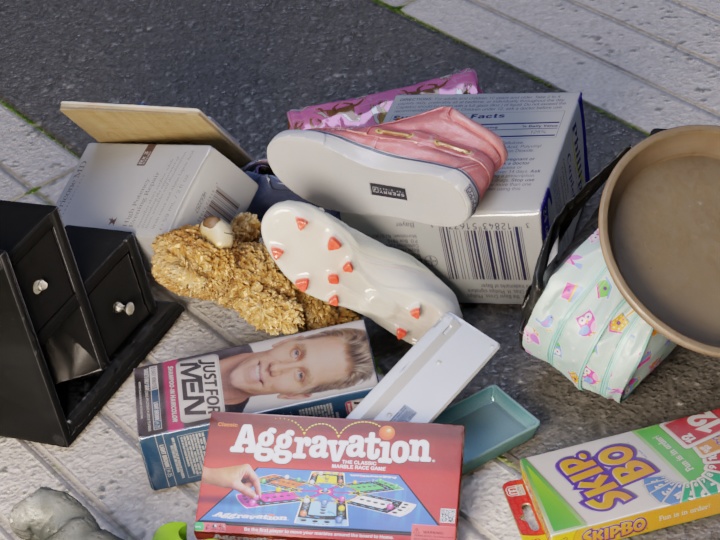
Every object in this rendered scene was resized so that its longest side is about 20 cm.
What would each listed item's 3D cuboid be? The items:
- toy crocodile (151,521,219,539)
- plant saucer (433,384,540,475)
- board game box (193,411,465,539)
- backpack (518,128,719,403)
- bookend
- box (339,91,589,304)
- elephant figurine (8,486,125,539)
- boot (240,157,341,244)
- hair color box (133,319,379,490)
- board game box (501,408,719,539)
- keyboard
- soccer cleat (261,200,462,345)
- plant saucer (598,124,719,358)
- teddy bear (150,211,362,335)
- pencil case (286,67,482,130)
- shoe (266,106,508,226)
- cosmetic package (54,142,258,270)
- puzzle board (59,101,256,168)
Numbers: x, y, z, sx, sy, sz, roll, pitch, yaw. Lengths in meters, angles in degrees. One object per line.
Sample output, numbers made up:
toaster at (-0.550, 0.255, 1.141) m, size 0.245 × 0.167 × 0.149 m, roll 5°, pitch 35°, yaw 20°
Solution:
toy crocodile at (-0.067, 0.229, 1.517) m, size 0.199 × 0.068 × 0.062 m, roll 6°, pitch 37°, yaw 24°
plant saucer at (0.044, 0.154, 1.639) m, size 0.200 × 0.019 × 0.070 m, roll -25°, pitch 36°, yaw -20°
board game box at (-0.022, 0.162, 1.588) m, size 0.199 × 0.019 × 0.103 m, roll 2°, pitch 58°, yaw 6°
backpack at (0.219, 0.007, 1.678) m, size 0.126 × 0.167 × 0.200 m, roll 31°, pitch 57°, yaw 24°
bookend at (-0.260, 0.010, 1.776) m, size 0.092 × 0.199 × 0.200 m, roll 7°, pitch 37°, yaw 28°
box at (0.100, -0.067, 1.863) m, size 0.183 × 0.105 × 0.200 m, roll 1°, pitch 37°, yaw 19°
elephant figurine at (-0.248, 0.268, 1.488) m, size 0.141 × 0.155 × 0.200 m, roll 44°, pitch 64°, yaw 1°
boot at (-0.113, -0.061, 1.932) m, size 0.199 × 0.091 × 0.073 m, roll -4°, pitch 35°, yaw 11°
hair color box at (-0.083, 0.109, 1.703) m, size 0.199 × 0.061 × 0.100 m, roll -12°, pitch 35°, yaw -2°
board game box at (0.212, 0.160, 1.574) m, size 0.199 × 0.030 × 0.096 m, roll -16°, pitch 34°, yaw -2°
keyboard at (0.027, 0.113, 1.630) m, size 0.056 × 0.011 × 0.200 m, roll 35°, pitch 68°, yaw 22°
soccer cleat at (0.000, 0.000, 1.758) m, size 0.069 × 0.200 × 0.078 m, roll -49°, pitch 18°, yaw 25°
plant saucer at (0.278, -0.020, 1.615) m, size 0.199 × 0.029 × 0.201 m, roll 5°, pitch 65°, yaw -11°
teddy bear at (-0.080, 0.005, 1.777) m, size 0.200 × 0.067 × 0.145 m, roll 31°, pitch 34°, yaw -10°
pencil case at (0.025, -0.138, 2.008) m, size 0.199 × 0.087 × 0.083 m, roll -13°, pitch 46°, yaw -3°
shoe at (0.024, -0.098, 1.783) m, size 0.200 × 0.072 × 0.091 m, roll 14°, pitch 42°, yaw 25°
cosmetic package at (-0.194, -0.058, 1.898) m, size 0.200 × 0.074 × 0.102 m, roll 4°, pitch 62°, yaw 47°
puzzle board at (-0.170, -0.114, 1.947) m, size 0.150 × 0.200 × 0.017 m, roll 4°, pitch 72°, yaw 26°
